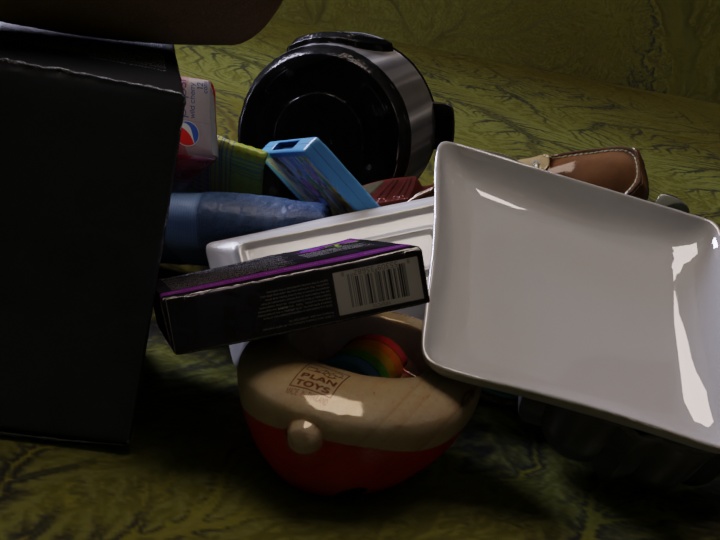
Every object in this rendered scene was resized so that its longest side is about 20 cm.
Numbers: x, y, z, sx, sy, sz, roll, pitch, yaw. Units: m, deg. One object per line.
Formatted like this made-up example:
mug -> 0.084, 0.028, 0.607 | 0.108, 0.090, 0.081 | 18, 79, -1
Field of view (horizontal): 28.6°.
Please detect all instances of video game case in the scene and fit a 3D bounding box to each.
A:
video game case -> -0.012, -0.045, 1.104 | 0.143, 0.018, 0.200 | 47, -7, -12

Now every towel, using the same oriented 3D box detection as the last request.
towel -> -0.115, -0.033, 1.057 | 0.197, 0.049, 0.112 | 5, -9, 3
towel -> -0.170, -0.099, 1.192 | 0.198, 0.023, 0.144 | 24, -27, 6

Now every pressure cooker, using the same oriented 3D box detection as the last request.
pressure cooker -> -0.017, -0.139, 1.384 | 0.176, 0.179, 0.200 | 45, 19, 3

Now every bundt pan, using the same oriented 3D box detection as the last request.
bundt pan -> 0.175, 0.059, 0.910 | 0.199, 0.076, 0.203 | 12, 42, -11

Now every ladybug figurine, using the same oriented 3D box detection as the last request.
ladybug figurine -> -0.003, 0.076, 0.812 | 0.134, 0.073, 0.200 | 17, 16, 19

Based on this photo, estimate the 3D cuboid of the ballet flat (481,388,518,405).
ballet flat -> 0.041, 0.041, 1.000 | 0.198, 0.071, 0.065 | 26, 10, 15

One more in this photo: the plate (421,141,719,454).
plate -> 0.131, 0.018, 0.853 | 0.197, 0.033, 0.201 | 16, 42, -8

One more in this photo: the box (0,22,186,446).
box -> -0.178, -0.034, 0.823 | 0.122, 0.203, 0.197 | 8, 16, -10

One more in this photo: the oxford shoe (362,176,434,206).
oxford shoe -> 0.088, -0.039, 1.206 | 0.197, 0.076, 0.071 | 0, 25, 21

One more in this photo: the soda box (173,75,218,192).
soda box -> -0.177, -0.088, 1.096 | 0.069, 0.064, 0.200 | 5, -17, -26

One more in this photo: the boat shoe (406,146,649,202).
boat shoe -> 0.115, -0.046, 1.057 | 0.198, 0.077, 0.074 | -19, -27, 22

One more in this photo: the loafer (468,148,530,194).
loafer -> 0.140, -0.037, 0.993 | 0.199, 0.075, 0.070 | 28, 22, -33

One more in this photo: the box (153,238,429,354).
box -> -0.050, 0.012, 0.835 | 0.141, 0.037, 0.200 | -12, 6, -10

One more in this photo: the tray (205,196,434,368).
tray -> 0.000, 0.000, 0.964 | 0.197, 0.022, 0.108 | -12, 59, -10

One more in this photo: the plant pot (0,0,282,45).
plant pot -> -0.137, -0.210, 0.808 | 0.198, 0.188, 0.186 | 18, 9, -37

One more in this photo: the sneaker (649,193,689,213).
sneaker -> 0.155, -0.005, 1.103 | 0.198, 0.090, 0.074 | -6, -25, 36
